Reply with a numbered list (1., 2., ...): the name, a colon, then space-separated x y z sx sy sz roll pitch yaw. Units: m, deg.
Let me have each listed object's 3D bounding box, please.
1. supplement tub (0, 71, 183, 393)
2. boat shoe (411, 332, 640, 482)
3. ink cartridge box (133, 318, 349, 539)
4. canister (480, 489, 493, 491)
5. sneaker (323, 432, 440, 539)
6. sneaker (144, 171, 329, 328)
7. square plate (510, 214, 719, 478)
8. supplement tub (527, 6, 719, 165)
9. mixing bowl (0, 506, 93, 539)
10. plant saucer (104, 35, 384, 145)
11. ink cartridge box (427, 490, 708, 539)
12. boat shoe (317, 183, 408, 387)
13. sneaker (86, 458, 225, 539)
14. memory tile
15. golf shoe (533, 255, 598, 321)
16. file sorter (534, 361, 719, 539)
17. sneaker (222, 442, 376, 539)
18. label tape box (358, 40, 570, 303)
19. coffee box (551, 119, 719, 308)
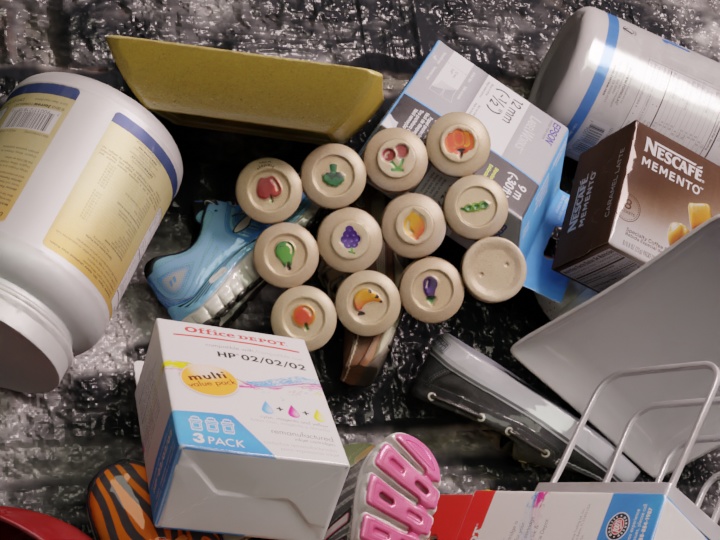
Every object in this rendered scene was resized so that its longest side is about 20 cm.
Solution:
1. supplement tub: -0.229 -0.027 0.977 0.144 0.144 0.200 26 60 -5
2. boat shoe: 0.130 0.123 1.082 0.200 0.069 0.057 34 94 -9
3. ink cartridge box: -0.090 0.096 0.937 0.115 0.068 0.200 10 24 -19
4. canister: 0.070 0.277 0.968 0.149 0.087 0.200 46 61 7
5. sneaker: -0.005 0.210 0.913 0.074 0.087 0.200 26 61 -17
6. sneaker: -0.090 -0.038 1.070 0.090 0.078 0.200 41 59 7
7. square plate: 0.251 0.060 1.049 0.200 0.198 0.028 40 30 -27
8. supplement tub: 0.260 -0.140 1.208 0.200 0.132 0.132 22 60 -9
9. mixing bowl: -0.218 0.229 0.853 0.200 0.200 0.108 46 18 6
10. plant saucer: -0.084 -0.132 1.048 0.200 0.200 0.049 8 91 1
11. ink cartridge box: 0.117 0.211 0.888 0.067 0.200 0.116 44 57 -30
12. boat shoe: 0.000 0.000 1.090 0.074 0.076 0.200 15 53 -6
13. sneaker: -0.103 0.208 0.876 0.078 0.112 0.200 -38 94 -12
14. memory tile: 0.016 -0.029 1.021 0.200 0.017 0.154 -14 87 -5
15. golf shoe: 0.231 0.000 1.167 0.200 0.075 0.092 -16 50 -35
16. file sorter: 0.260 0.173 1.011 0.200 0.139 0.125 40 63 -21
17. sneaker: -0.080 0.147 0.987 0.200 0.067 0.090 -21 79 -23
18. label tape box: 0.110 -0.082 1.108 0.200 0.066 0.143 32 43 0
19. coffee box: 0.266 -0.019 1.087 0.200 0.080 0.115 26 65 -18
